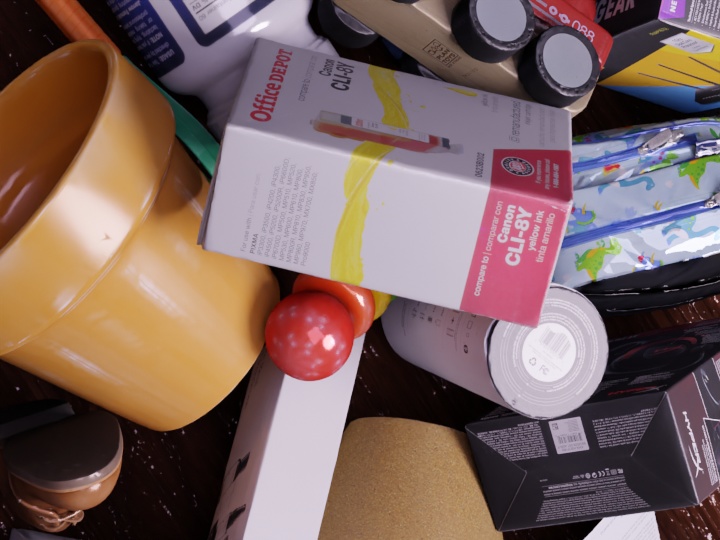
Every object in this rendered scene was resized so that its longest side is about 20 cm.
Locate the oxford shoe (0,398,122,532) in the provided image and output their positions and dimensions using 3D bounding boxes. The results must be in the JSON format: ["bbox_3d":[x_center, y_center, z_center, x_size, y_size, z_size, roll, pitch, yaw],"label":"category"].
[{"bbox_3d":[-0.178,0.124,1.250,0.071,0.200,0.072,-14,97,-18],"label":"oxford shoe"}]

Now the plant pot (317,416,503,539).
[{"bbox_3d":[0.019,0.202,1.331,0.185,0.186,0.202,15,71,-15],"label":"plant pot"}]

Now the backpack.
[{"bbox_3d":[0.191,-0.034,1.385,0.199,0.163,0.155,-27,89,-7],"label":"backpack"}]

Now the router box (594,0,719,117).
[{"bbox_3d":[0.222,-0.146,1.360,0.148,0.200,0.052,16,83,-14],"label":"router box"}]

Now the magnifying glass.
[{"bbox_3d":[-0.142,-0.114,1.329,0.022,0.080,0.200,-43,90,-16],"label":"magnifying glass"}]

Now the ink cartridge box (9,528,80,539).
[{"bbox_3d":[-0.165,0.276,1.311,0.144,0.083,0.202,12,85,-16],"label":"ink cartridge box"}]

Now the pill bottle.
[{"bbox_3d":[-0.101,-0.183,1.312,0.115,0.116,0.201,-36,100,-13],"label":"pill bottle"}]

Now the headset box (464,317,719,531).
[{"bbox_3d":[0.183,0.091,1.343,0.200,0.148,0.076,-27,101,-54],"label":"headset box"}]

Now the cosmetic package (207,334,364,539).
[{"bbox_3d":[-0.052,0.123,1.298,0.050,0.083,0.201,25,52,-15],"label":"cosmetic package"}]

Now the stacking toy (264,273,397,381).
[{"bbox_3d":[0.000,0.000,1.307,0.085,0.085,0.200,45,42,-11],"label":"stacking toy"}]

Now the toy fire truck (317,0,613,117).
[{"bbox_3d":[0.095,-0.209,1.302,0.175,0.129,0.201,33,62,-13],"label":"toy fire truck"}]

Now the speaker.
[{"bbox_3d":[0.079,0.037,1.320,0.080,0.200,0.082,-2,96,-18],"label":"speaker"}]

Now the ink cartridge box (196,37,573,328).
[{"bbox_3d":[0.017,-0.054,1.212,0.198,0.145,0.084,13,117,-1],"label":"ink cartridge box"}]

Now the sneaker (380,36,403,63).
[{"bbox_3d":[0.107,-0.189,1.390,0.199,0.077,0.112,-35,97,-12],"label":"sneaker"}]

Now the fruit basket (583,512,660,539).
[{"bbox_3d":[0.157,0.264,1.372,0.185,0.093,0.201,-39,116,-46],"label":"fruit basket"}]

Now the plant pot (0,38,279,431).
[{"bbox_3d":[-0.153,-0.005,1.271,0.183,0.200,0.201,41,80,-28],"label":"plant pot"}]
